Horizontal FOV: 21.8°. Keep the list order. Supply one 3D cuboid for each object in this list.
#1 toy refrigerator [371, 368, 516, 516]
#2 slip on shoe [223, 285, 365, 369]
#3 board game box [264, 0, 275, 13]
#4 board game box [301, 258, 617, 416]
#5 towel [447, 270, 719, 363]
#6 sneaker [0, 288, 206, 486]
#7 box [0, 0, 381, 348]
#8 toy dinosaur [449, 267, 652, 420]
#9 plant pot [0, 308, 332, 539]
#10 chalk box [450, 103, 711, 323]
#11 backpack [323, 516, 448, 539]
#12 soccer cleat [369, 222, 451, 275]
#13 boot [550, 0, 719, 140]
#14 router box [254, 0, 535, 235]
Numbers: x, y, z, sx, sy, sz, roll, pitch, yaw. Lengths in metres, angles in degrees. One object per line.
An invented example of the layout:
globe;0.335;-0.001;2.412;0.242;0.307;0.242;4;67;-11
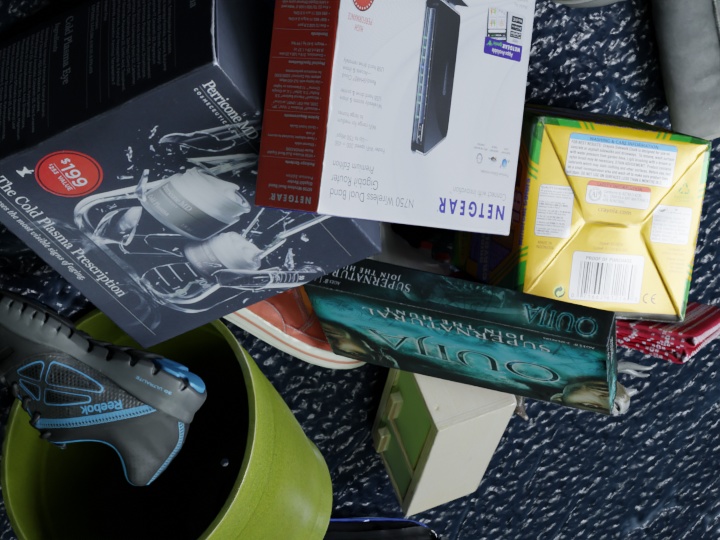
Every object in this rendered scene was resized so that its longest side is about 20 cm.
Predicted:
toy refrigerator;0.056;0.112;1.393;0.069;0.076;0.200;-18;159;-13
slip on shoe;-0.055;0.016;1.310;0.199;0.074;0.061;31;96;-42
board game box;-0.031;-0.194;1.154;0.151;0.045;0.201;-32;136;-1
board game box;0.068;0.042;1.217;0.198;0.028;0.135;12;159;14
towel;0.147;0.027;1.284;0.144;0.198;0.023;-18;117;-67
sneaker;-0.202;0.068;1.201;0.083;0.198;0.073;-65;174;2
box;-0.113;-0.070;1.137;0.181;0.105;0.200;-23;139;20
toy dinosaur;0.126;0.045;1.441;0.102;0.077;0.200;-45;115;-5
plant pot;-0.116;0.143;1.316;0.200;0.201;0.193;-39;148;8
chalk box;0.140;-0.049;1.281;0.123;0.200;0.125;5;100;-14
backpack;-0.036;0.296;1.484;0.198;0.185;0.147;9;145;-23
soccer cleat;0.000;0.000;1.300;0.199;0.069;0.078;28;72;-50
boot;0.214;-0.169;1.304;0.180;0.073;0.201;-23;142;-7
router box;0.027;-0.118;1.104;0.199;0.048;0.182;3;93;-53
